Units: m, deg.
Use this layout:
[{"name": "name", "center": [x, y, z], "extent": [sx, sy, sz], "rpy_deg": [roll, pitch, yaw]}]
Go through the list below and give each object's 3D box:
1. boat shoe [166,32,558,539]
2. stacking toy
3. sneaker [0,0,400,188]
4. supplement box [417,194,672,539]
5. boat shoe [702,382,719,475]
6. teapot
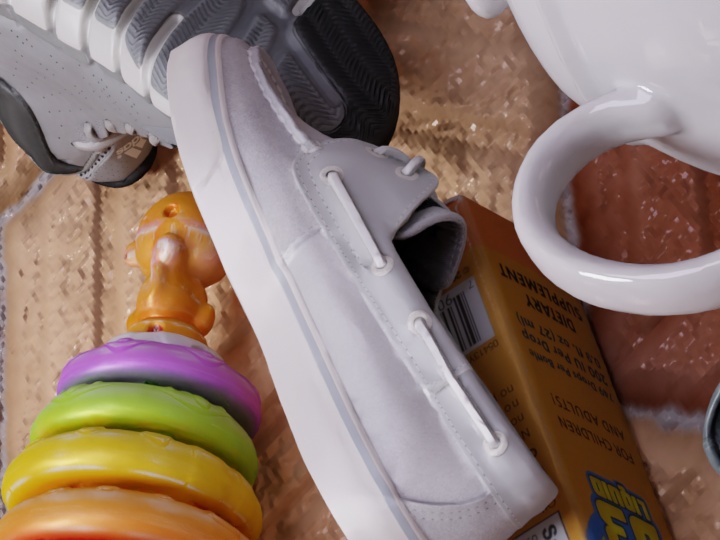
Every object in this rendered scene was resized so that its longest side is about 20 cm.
[{"name": "boat shoe", "center": [0.000, 0.000, 0.877], "extent": [0.068, 0.072, 0.200], "rpy_deg": [-28, 51, 7]}, {"name": "stacking toy", "center": [-0.073, 0.062, 0.988], "extent": [0.116, 0.110, 0.200], "rpy_deg": [-5, 58, 22]}, {"name": "sneaker", "center": [-0.065, -0.063, 1.032], "extent": [0.200, 0.116, 0.075], "rpy_deg": [30, 59, 26]}, {"name": "supplement box", "center": [0.052, 0.079, 0.889], "extent": [0.069, 0.067, 0.200], "rpy_deg": [-33, 55, 24]}, {"name": "boat shoe", "center": [0.149, 0.019, 0.767], "extent": [0.200, 0.062, 0.073], "rpy_deg": [129, 139, -63]}, {"name": "teapot", "center": [0.095, -0.100, 0.822], "extent": [0.146, 0.200, 0.198], "rpy_deg": [-18, 92, 17]}]
